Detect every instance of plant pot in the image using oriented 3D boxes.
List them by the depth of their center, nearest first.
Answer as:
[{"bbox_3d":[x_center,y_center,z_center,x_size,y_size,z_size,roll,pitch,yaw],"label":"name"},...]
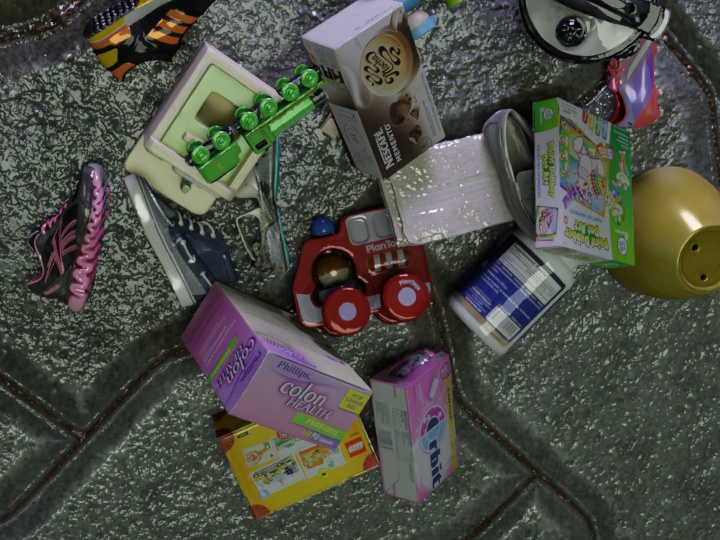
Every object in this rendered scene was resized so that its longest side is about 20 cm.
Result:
[{"bbox_3d":[0.469,-0.038,1.448,0.200,0.142,0.200,-4,109,-12],"label":"plant pot"}]

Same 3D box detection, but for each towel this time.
[{"bbox_3d":[0.125,-0.113,1.370,0.200,0.034,0.133,-16,87,-16],"label":"towel"}]

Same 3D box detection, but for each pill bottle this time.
[{"bbox_3d":[0.230,0.014,1.426,0.200,0.116,0.116,-45,111,4],"label":"pill bottle"}]

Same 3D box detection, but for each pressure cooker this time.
[{"bbox_3d":[0.286,-0.343,1.252,0.176,0.200,0.179,-18,98,16],"label":"pressure cooker"}]

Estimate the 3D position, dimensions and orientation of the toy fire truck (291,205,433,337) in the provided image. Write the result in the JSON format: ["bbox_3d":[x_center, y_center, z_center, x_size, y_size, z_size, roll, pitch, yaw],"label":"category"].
[{"bbox_3d":[0.000,0.000,1.388,0.200,0.112,0.168,-12,86,-9],"label":"toy fire truck"}]

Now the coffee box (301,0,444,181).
[{"bbox_3d":[0.019,-0.231,1.274,0.113,0.080,0.200,-37,129,-19],"label":"coffee box"}]

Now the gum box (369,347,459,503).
[{"bbox_3d":[0.080,0.219,1.458,0.113,0.066,0.200,-30,120,-48],"label":"gum box"}]

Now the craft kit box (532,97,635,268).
[{"bbox_3d":[0.302,-0.112,1.347,0.200,0.049,0.198,9,80,-47],"label":"craft kit box"}]

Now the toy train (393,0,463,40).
[{"bbox_3d":[0.106,-0.389,1.273,0.200,0.085,0.116,-36,104,1],"label":"toy train"}]

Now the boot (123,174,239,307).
[{"bbox_3d":[-0.237,-0.053,1.332,0.090,0.073,0.200,-26,120,-10],"label":"boot"}]

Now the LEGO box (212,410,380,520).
[{"bbox_3d":[-0.093,0.248,1.453,0.200,0.077,0.149,-22,112,-5],"label":"LEGO box"}]

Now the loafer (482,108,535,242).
[{"bbox_3d":[0.226,-0.123,1.345,0.070,0.070,0.200,-28,90,-15],"label":"loafer"}]

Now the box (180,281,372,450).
[{"bbox_3d":[-0.114,0.124,1.321,0.176,0.200,0.097,26,100,-37],"label":"box"}]

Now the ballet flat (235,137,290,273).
[{"bbox_3d":[-0.135,-0.088,1.337,0.072,0.072,0.200,-7,109,-10],"label":"ballet flat"}]

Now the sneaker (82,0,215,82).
[{"bbox_3d":[-0.239,-0.309,1.248,0.200,0.070,0.090,-27,127,-2],"label":"sneaker"}]

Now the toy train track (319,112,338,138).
[{"bbox_3d":[0.012,-0.264,1.329,0.115,0.033,0.200,31,98,-20],"label":"toy train track"}]

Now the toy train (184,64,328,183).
[{"bbox_3d":[-0.122,-0.177,1.212,0.200,0.042,0.056,-35,120,-4],"label":"toy train"}]

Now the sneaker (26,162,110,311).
[{"bbox_3d":[-0.383,-0.047,1.300,0.095,0.079,0.200,15,104,-5],"label":"sneaker"}]

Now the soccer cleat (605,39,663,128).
[{"bbox_3d":[0.370,-0.292,1.385,0.076,0.067,0.200,-15,113,-2],"label":"soccer cleat"}]

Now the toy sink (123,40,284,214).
[{"bbox_3d":[-0.197,-0.168,1.272,0.130,0.112,0.200,34,98,-20],"label":"toy sink"}]
